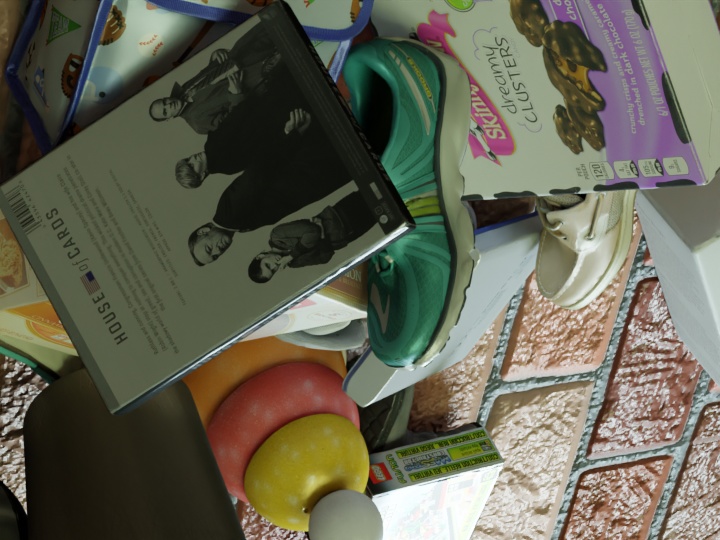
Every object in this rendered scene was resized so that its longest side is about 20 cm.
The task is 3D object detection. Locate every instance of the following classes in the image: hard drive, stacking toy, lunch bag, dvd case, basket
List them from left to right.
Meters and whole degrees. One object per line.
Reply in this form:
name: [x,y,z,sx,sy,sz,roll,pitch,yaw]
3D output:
basket: [-0.142,0.168,1.509,0.136,0.200,0.180,18,132,-36]
dvd case: [-0.089,-0.034,1.338,0.200,0.150,0.025,-32,167,12]
lunch bag: [-0.092,-0.158,1.405,0.170,0.124,0.200,8,119,-32]
stacking toy: [-0.044,0.126,1.615,0.146,0.200,0.146,-16,132,-18]
hard drive: [0.066,0.022,1.639,0.132,0.025,0.200,-53,168,17]

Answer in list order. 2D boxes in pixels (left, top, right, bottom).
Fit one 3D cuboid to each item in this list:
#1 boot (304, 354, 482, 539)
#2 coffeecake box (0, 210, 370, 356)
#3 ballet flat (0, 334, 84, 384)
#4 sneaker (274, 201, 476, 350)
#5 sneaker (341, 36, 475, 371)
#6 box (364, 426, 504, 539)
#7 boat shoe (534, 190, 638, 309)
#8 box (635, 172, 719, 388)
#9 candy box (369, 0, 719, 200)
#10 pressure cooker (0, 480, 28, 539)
boot: [0.037,0.126,1.769,0.132,0.070,0.200,-9,141,-28]
coffeecake box: [-0.115,-0.004,1.463,0.200,0.073,0.153,-12,161,30]
ballet flat: [-0.201,0.040,1.559,0.069,0.069,0.200,-42,137,7]
sneaker: [0.000,0.000,1.589,0.200,0.115,0.075,-11,115,-21]
sneaker: [0.016,-0.040,1.431,0.080,0.200,0.077,8,166,-44]
box: [0.025,0.197,1.759,0.110,0.035,0.200,-12,144,-26]
boat shoe: [0.144,-0.054,1.595,0.064,0.071,0.200,-6,134,-25]
box: [0.299,-0.019,1.761,0.152,0.106,0.200,-29,136,-5]
candy box: [0.114,-0.133,1.461,0.072,0.200,0.168,-45,121,-41]
pressure cooker: [-0.326,0.194,1.526,0.200,0.179,0.176,16,120,-39]
